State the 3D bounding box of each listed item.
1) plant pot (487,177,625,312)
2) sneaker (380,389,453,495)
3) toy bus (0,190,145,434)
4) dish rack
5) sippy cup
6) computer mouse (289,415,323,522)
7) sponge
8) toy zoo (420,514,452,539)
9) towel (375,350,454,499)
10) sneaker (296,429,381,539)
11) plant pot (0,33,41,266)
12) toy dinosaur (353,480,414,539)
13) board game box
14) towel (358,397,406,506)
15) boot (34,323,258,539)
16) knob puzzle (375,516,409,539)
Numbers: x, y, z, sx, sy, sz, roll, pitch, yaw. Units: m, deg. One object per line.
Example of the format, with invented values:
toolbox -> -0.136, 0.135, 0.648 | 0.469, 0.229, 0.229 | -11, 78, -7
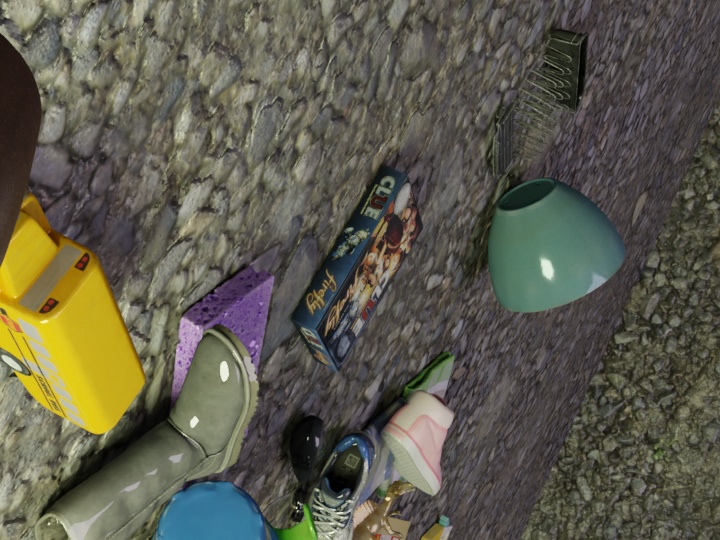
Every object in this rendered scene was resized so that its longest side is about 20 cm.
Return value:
plant pot -> 0.263, -0.052, 1.896 | 0.200, 0.199, 0.135 | -47, 120, -41
sneaker -> 0.094, 0.238, 1.859 | 0.105, 0.075, 0.201 | -52, 150, -19
toy bus -> -0.207, 0.030, 0.891 | 0.065, 0.078, 0.201 | -55, 158, -26
dish rack -> 0.239, -0.217, 1.790 | 0.201, 0.054, 0.154 | -56, 158, -22
sippy cup -> -0.138, 0.260, 1.237 | 0.178, 0.139, 0.131 | -47, 165, -24
computer mouse -> -0.073, 0.240, 1.579 | 0.201, 0.034, 0.059 | 102, -2, -45
sponge -> -0.135, 0.102, 1.240 | 0.111, 0.030, 0.201 | -39, 149, -49
toy zoo -> 0.118, 0.542, 2.449 | 0.131, 0.020, 0.201 | -6, 119, -68
towel -> 0.084, 0.231, 1.969 | 0.149, 0.031, 0.201 | -37, 146, -55
sneaker -> -0.037, 0.291, 1.653 | 0.085, 0.077, 0.201 | 64, 45, -76
plant pot -> -0.238, -0.038, 0.622 | 0.201, 0.186, 0.188 | -65, 167, -47
toy dinosaur -> 0.005, 0.386, 1.929 | 0.200, 0.058, 0.102 | -43, 129, -26
board game box -> 0.000, 0.000, 1.460 | 0.201, 0.034, 0.136 | -60, 160, -15
towel -> 0.003, 0.274, 1.820 | 0.200, 0.024, 0.148 | -36, 145, -54
boot -> -0.181, 0.154, 1.108 | 0.199, 0.072, 0.183 | -26, 138, -38
knob puzzle -> 0.001, 0.460, 2.023 | 0.219, 0.030, 0.221 | -34, 131, -52
